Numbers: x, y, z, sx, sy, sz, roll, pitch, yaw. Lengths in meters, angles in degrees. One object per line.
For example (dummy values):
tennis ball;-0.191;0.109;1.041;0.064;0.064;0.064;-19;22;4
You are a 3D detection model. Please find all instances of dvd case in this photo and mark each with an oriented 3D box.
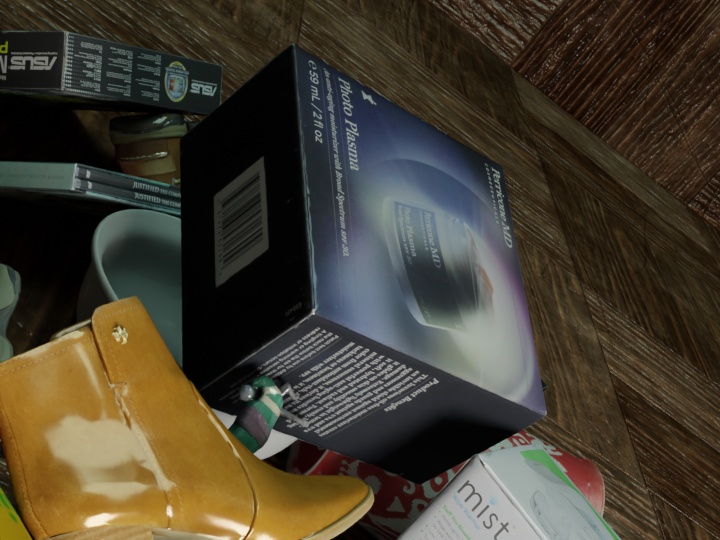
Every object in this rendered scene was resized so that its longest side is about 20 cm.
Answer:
dvd case;-0.184;-0.054;0.996;0.145;0.022;0.199;5;-5;35

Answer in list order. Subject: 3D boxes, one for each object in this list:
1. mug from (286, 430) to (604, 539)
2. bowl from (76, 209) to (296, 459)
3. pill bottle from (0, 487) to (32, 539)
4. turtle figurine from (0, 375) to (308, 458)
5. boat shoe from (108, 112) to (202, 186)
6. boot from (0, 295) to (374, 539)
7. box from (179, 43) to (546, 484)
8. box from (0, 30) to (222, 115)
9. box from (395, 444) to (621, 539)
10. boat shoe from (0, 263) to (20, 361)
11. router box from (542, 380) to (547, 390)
mug;0.047;0.159;0.999;0.199;0.177;0.134;31;59;-15
bowl;-0.114;0.060;0.906;0.200;0.091;0.201;36;20;-15
pill bottle;-0.180;0.151;0.566;0.200;0.111;0.111;51;22;25
turtle figurine;-0.100;0.114;0.749;0.199;0.149;0.101;35;33;-30
boat shoe;-0.166;-0.089;1.164;0.200;0.075;0.075;-13;96;-81
boot;-0.081;0.079;0.665;0.200;0.070;0.145;-14;82;-50
box;0.000;0.000;0.858;0.198;0.123;0.201;25;45;-38
box;-0.229;-0.155;1.083;0.159;0.045;0.200;6;4;28
box;0.093;0.234;0.795;0.200;0.177;0.096;49;22;24
boat shoe;-0.236;0.046;0.753;0.071;0.076;0.200;28;14;-21
router box;0.078;0.086;1.257;0.149;0.051;0.200;45;20;16
